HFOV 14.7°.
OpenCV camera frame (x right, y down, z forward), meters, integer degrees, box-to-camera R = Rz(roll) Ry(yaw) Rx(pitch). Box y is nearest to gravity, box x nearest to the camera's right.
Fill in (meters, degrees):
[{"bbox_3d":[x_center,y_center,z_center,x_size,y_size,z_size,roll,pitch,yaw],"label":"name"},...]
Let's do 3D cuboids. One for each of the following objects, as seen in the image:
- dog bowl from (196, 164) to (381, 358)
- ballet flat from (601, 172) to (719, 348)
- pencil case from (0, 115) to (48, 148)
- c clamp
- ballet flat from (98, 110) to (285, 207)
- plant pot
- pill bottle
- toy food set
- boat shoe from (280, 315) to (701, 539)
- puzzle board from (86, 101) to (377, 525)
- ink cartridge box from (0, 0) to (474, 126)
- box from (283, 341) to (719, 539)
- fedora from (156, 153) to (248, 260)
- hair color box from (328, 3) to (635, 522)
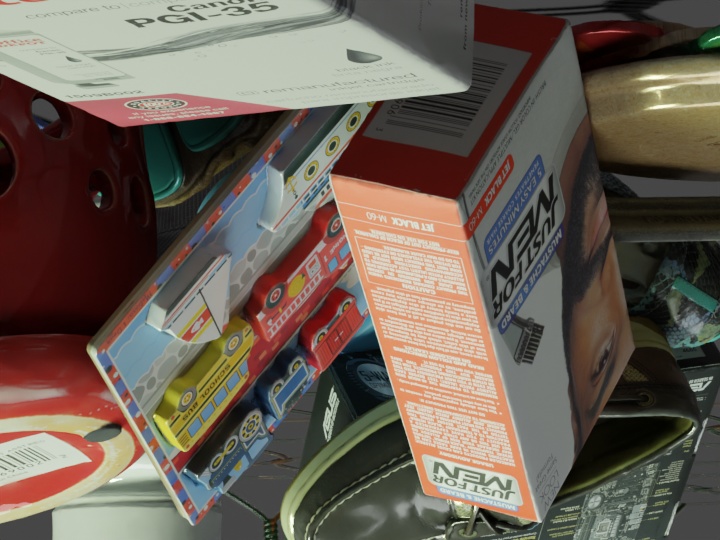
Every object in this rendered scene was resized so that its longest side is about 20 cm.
[{"bbox_3d":[0.000,0.000,1.306,0.111,0.050,0.200,-37,145,21],"label":"dog bowl"},{"bbox_3d":[0.100,-0.024,1.365,0.074,0.074,0.200,9,-169,-45],"label":"ballet flat"},{"bbox_3d":[-0.209,-0.024,1.422,0.078,0.087,0.200,-17,180,-29],"label":"pencil case"},{"bbox_3d":[0.112,-0.049,1.323,0.199,0.027,0.171,2,-161,-22],"label":"c clamp"},{"bbox_3d":[-0.063,-0.074,1.238,0.072,0.068,0.200,-17,175,-28],"label":"ballet flat"},{"bbox_3d":[-0.179,0.003,1.170,0.200,0.183,0.201,-12,158,-5],"label":"plant pot"},{"bbox_3d":[-0.127,0.065,1.603,0.114,0.201,0.114,0,170,0],"label":"pill bottle"},{"bbox_3d":[0.165,-0.078,1.215,0.197,0.049,0.200,2,171,-13],"label":"toy food set"},{"bbox_3d":[0.062,0.087,1.280,0.200,0.066,0.072,-24,132,-8],"label":"boat shoe"},{"bbox_3d":[-0.025,-0.002,1.158,0.017,0.200,0.151,30,160,27],"label":"puzzle board"},{"bbox_3d":[-0.064,-0.111,0.909,0.146,0.083,0.200,-4,170,23],"label":"ink cartridge box"},{"bbox_3d":[0.068,0.101,1.380,0.199,0.044,0.161,-8,135,-21],"label":"box"},{"bbox_3d":[-0.065,-0.018,1.438,0.176,0.091,0.200,1,163,-13],"label":"fedora"},{"bbox_3d":[0.056,-0.002,1.181,0.064,0.111,0.200,13,142,26],"label":"hair color box"}]
